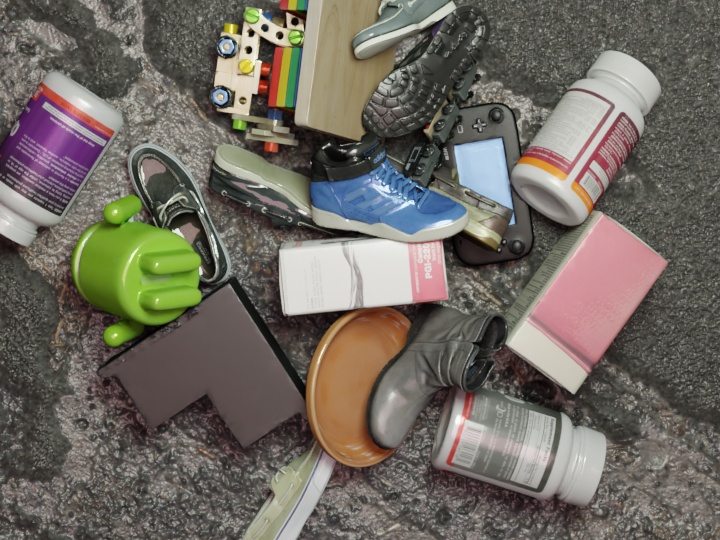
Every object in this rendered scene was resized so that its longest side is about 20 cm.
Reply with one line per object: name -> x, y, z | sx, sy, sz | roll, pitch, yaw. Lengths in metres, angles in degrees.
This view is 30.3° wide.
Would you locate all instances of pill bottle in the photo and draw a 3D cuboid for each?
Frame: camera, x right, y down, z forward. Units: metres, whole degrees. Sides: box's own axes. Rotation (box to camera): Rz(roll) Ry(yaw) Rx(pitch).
pill bottle -> 0.280, -0.164, 1.641 | 0.109, 0.110, 0.201 | 36, 78, -3
pill bottle -> 0.198, 0.220, 1.668 | 0.198, 0.114, 0.115 | 17, 92, -3
pill bottle -> -0.386, -0.135, 1.636 | 0.112, 0.112, 0.201 | 33, 91, -3

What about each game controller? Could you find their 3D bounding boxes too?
game controller -> 0.157, -0.108, 1.686 | 0.103, 0.042, 0.202 | -9, 92, -1

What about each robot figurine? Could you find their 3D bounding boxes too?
robot figurine -> -0.274, 0.000, 1.616 | 0.115, 0.199, 0.177 | -11, 106, -39

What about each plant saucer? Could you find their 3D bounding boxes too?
plant saucer -> 0.002, 0.141, 1.649 | 0.199, 0.037, 0.202 | -8, 101, -44

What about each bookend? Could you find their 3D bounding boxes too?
bookend -> -0.187, 0.147, 1.665 | 0.198, 0.092, 0.201 | -34, 95, 2

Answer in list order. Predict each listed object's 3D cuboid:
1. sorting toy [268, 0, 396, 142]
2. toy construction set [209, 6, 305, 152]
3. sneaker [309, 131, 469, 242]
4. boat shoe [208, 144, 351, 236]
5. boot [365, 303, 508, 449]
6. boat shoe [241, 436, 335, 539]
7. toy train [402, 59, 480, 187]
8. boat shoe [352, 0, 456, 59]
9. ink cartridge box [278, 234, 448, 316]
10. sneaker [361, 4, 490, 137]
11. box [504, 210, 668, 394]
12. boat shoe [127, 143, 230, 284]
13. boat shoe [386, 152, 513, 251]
sorting toy -> -0.033, -0.262, 1.609 | 0.069, 0.198, 0.202 | 7, 91, 27
toy construction set -> -0.118, -0.245, 1.654 | 0.130, 0.092, 0.202 | 8, 82, -2
sneaker -> 0.030, -0.103, 1.568 | 0.198, 0.077, 0.112 | 9, 121, 24
boat shoe -> -0.101, -0.084, 1.671 | 0.198, 0.075, 0.066 | 24, 121, -11
boot -> 0.091, 0.132, 1.609 | 0.070, 0.131, 0.201 | 31, 79, -35
boat shoe -> -0.086, 0.280, 1.685 | 0.062, 0.072, 0.201 | 27, 95, -5
toy train -> 0.099, -0.186, 1.648 | 0.034, 0.046, 0.201 | 48, 56, -40
boat shoe -> 0.044, -0.310, 1.613 | 0.073, 0.200, 0.062 | -24, 98, 42
ink cartridge box -> 0.000, 0.000, 1.635 | 0.198, 0.146, 0.086 | -7, 95, -2
sneaker -> 0.077, -0.239, 1.647 | 0.200, 0.088, 0.076 | -45, 102, -6
box -> 0.270, 0.036, 1.653 | 0.109, 0.128, 0.201 | 35, 92, -3
boat shoe -> -0.223, -0.073, 1.663 | 0.072, 0.071, 0.201 | -35, 93, 0
boat shoe -> 0.102, -0.097, 1.657 | 0.199, 0.073, 0.065 | 35, 84, 17
